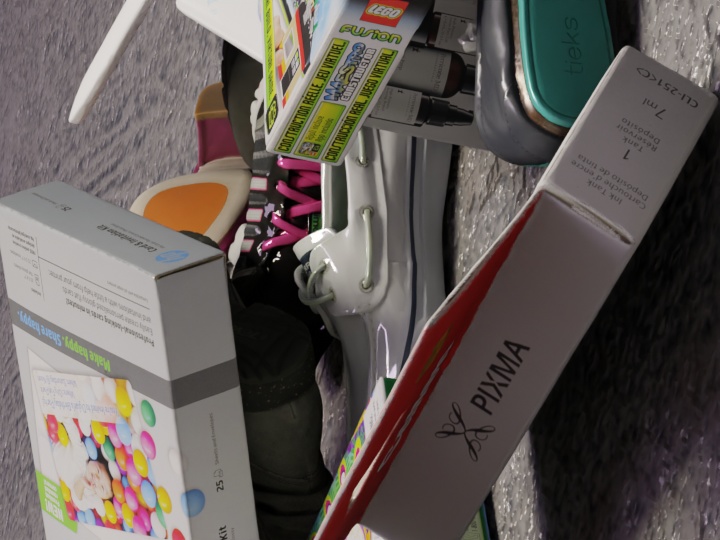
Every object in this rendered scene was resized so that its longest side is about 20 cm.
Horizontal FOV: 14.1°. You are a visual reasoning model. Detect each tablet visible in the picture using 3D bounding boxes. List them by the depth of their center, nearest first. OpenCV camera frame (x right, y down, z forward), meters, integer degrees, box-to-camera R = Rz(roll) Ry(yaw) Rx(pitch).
[{"bbox_3d":[-0.090,-0.172,1.473,0.200,0.014,0.130,-53,10,45],"label":"tablet"}]

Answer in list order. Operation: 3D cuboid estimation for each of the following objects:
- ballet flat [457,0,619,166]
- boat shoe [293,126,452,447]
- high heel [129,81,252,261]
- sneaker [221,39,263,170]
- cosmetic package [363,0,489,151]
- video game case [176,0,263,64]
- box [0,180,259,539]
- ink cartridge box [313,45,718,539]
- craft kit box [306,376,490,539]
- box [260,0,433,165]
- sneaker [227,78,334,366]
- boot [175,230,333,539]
[{"bbox_3d":[0.071,-0.132,1.167,0.073,0.073,0.201,133,142,-63],"label":"ballet flat"},{"bbox_3d":[0.000,0.000,1.328,0.074,0.066,0.201,130,147,-61],"label":"boat shoe"},{"bbox_3d":[-0.080,-0.016,1.567,0.200,0.067,0.096,-86,-11,-59],"label":"high heel"},{"bbox_3d":[-0.018,-0.113,1.461,0.091,0.075,0.201,-101,25,-44],"label":"sneaker"},{"bbox_3d":[0.048,-0.155,1.236,0.051,0.082,0.201,-143,64,-70],"label":"cosmetic package"},{"bbox_3d":[0.002,-0.184,1.340,0.201,0.024,0.182,-62,33,5],"label":"video game case"},{"bbox_3d":[-0.104,0.073,1.331,0.156,0.041,0.201,23,126,53],"label":"box"},{"bbox_3d":[0.045,0.041,1.049,0.176,0.045,0.200,-54,-7,-45],"label":"ink cartridge box"},{"bbox_3d":[0.006,0.184,1.234,0.201,0.048,0.198,-98,21,-47],"label":"craft kit box"},{"bbox_3d":[-0.010,-0.157,1.224,0.110,0.035,0.201,121,153,-47],"label":"box"},{"bbox_3d":[-0.024,-0.020,1.422,0.088,0.073,0.201,-96,17,-46],"label":"sneaker"},{"bbox_3d":[-0.066,0.068,1.388,0.200,0.067,0.131,38,147,56],"label":"boot"}]
